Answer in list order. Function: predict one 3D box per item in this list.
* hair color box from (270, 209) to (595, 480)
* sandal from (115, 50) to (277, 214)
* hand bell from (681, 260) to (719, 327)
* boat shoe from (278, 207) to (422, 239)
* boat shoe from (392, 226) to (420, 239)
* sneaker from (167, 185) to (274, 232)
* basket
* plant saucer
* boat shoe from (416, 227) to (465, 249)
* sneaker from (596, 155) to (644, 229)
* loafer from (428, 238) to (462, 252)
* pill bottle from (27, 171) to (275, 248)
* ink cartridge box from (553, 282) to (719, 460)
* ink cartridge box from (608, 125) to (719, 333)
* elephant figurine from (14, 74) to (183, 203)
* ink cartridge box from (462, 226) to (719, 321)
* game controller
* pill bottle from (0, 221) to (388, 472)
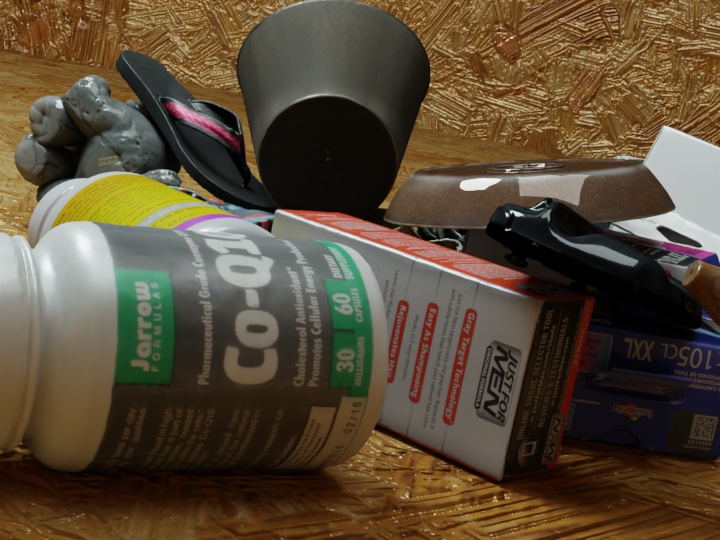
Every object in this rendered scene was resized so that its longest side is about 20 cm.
[{"bbox_3d":[0.029,0.036,0.733,0.199,0.103,0.061,21,13,39],"label":"hair color box"},{"bbox_3d":[-0.134,-0.124,1.053,0.201,0.045,0.075,51,22,19],"label":"sandal"},{"bbox_3d":[0.256,0.054,0.675,0.199,0.105,0.104,31,9,-7],"label":"hand bell"},{"bbox_3d":[-0.028,-0.025,1.092,0.199,0.073,0.066,10,-16,35],"label":"boat shoe"},{"bbox_3d":[0.034,0.037,0.838,0.068,0.076,0.200,-20,26,-8],"label":"boat shoe"},{"bbox_3d":[-0.131,-0.020,0.968,0.199,0.080,0.095,13,1,-44],"label":"sneaker"},{"bbox_3d":[-0.024,-0.132,1.066,0.178,0.138,0.201,2,29,-2],"label":"basket"},{"bbox_3d":[0.113,-0.055,0.860,0.197,0.035,0.200,-3,9,1],"label":"plant saucer"},{"bbox_3d":[0.095,-0.036,1.031,0.068,0.074,0.199,46,-8,-26],"label":"boat shoe"},{"bbox_3d":[0.239,-0.054,1.091,0.090,0.067,0.199,21,18,24],"label":"sneaker"},{"bbox_3d":[0.000,0.000,0.968,0.198,0.069,0.075,3,13,-34],"label":"loafer"},{"bbox_3d":[-0.128,0.000,0.757,0.103,0.106,0.199,1,15,-38],"label":"pill bottle"},{"bbox_3d":[0.157,0.058,0.817,0.134,0.077,0.200,9,13,-6],"label":"ink cartridge box"},{"bbox_3d":[0.283,-0.013,0.979,0.128,0.126,0.199,29,2,35],"label":"ink cartridge box"},{"bbox_3d":[-0.199,-0.100,1.127,0.141,0.157,0.200,-31,-11,19],"label":"elephant figurine"},{"bbox_3d":[0.177,-0.003,0.855,0.198,0.038,0.094,17,13,25],"label":"ink cartridge box"},{"bbox_3d":[0.138,0.002,0.712,0.104,0.042,0.200,35,8,21],"label":"game controller"},{"bbox_3d":[-0.096,0.037,0.588,0.198,0.115,0.113,3,13,-29],"label":"pill bottle"}]
